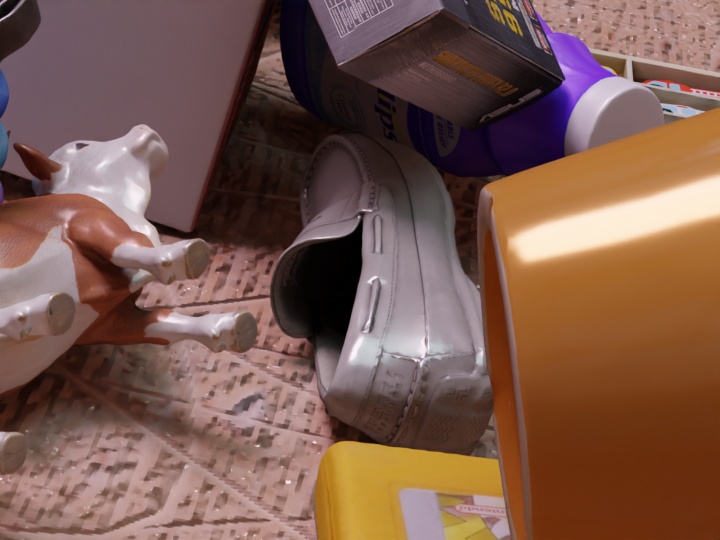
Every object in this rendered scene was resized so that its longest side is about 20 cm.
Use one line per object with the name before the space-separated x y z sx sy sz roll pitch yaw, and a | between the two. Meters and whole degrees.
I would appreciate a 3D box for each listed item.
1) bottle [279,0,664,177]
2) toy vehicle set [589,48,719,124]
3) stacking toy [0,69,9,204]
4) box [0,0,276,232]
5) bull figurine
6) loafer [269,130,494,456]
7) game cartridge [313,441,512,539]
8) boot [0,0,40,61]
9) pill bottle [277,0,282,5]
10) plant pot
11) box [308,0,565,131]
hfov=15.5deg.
bottle | 0.047 -0.084 1.169 0.065 0.084 0.200 -23 33 -34
toy vehicle set | 0.158 -0.065 1.270 0.199 0.027 0.124 11 24 -1
stacking toy | -0.161 -0.092 0.969 0.085 0.201 0.085 10 24 -4
box | -0.087 -0.132 1.144 0.106 0.153 0.200 19 24 -3
bull figurine | -0.115 0.008 0.920 0.121 0.065 0.200 10 30 37
loafer | 0.000 0.000 1.001 0.070 0.070 0.200 13 23 -19
game cartridge | 0.078 0.121 0.815 0.176 0.033 0.200 8 23 -9
boot | -0.217 -0.037 0.884 0.199 0.069 0.174 1 46 10
pill bottle | -0.077 -0.191 1.335 0.199 0.116 0.116 -4 28 -30
plant pot | 0.133 0.027 0.809 0.183 0.201 0.200 -7 25 -1
box | 0.001 -0.163 1.052 0.201 0.048 0.158 66 16 15
